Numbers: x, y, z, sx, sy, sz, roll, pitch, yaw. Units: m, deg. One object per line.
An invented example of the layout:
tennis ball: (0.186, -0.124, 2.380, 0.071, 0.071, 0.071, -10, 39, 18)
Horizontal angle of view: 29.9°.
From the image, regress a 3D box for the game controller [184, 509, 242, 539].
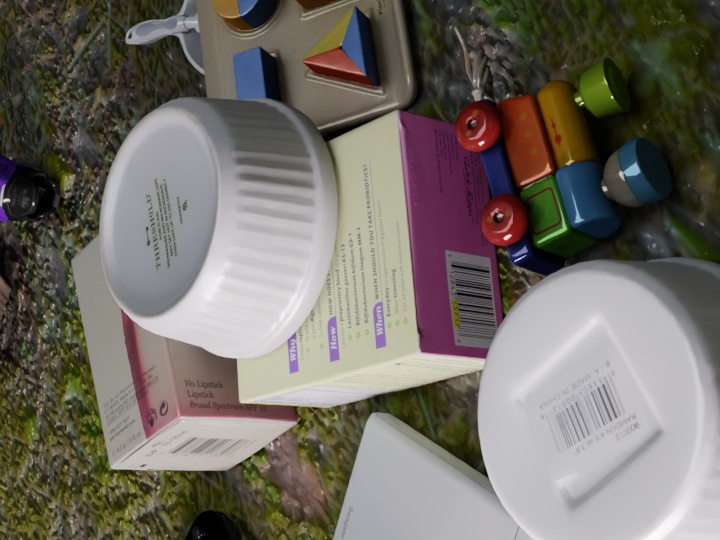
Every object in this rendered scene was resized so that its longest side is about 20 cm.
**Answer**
game controller: (-0.104, 0.301, 1.125, 0.105, 0.042, 0.201, -55, 48, 26)

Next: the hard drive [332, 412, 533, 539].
hard drive: (0.053, 0.201, 0.967, 0.200, 0.027, 0.133, 28, 105, 52)

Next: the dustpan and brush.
dustpan and brush: (-0.139, -0.226, 1.230, 0.199, 0.057, 0.141, -6, 79, 47)

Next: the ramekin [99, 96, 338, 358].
ramekin: (-0.114, -0.037, 1.008, 0.201, 0.094, 0.204, -10, 76, 46)

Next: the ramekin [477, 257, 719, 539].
ramekin: (0.165, 0.087, 0.825, 0.200, 0.097, 0.203, -10, 76, 46)

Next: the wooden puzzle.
wooden puzzle: (-0.057, -0.198, 1.112, 0.199, 0.046, 0.187, -17, 71, 25)

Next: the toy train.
toy train: (0.130, -0.110, 0.912, 0.115, 0.084, 0.202, -27, 65, 30)

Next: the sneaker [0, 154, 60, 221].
sneaker: (-0.373, -0.083, 1.452, 0.200, 0.099, 0.070, -140, 59, -76)

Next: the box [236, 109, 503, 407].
box: (0.000, 0.000, 1.019, 0.199, 0.096, 0.178, -19, 70, 43)

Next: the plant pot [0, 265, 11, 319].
plant pot: (-0.447, 0.003, 1.476, 0.092, 0.201, 0.201, -31, 51, -9)

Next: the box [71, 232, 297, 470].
box: (-0.152, 0.059, 1.151, 0.109, 0.127, 0.201, -36, 60, 37)
